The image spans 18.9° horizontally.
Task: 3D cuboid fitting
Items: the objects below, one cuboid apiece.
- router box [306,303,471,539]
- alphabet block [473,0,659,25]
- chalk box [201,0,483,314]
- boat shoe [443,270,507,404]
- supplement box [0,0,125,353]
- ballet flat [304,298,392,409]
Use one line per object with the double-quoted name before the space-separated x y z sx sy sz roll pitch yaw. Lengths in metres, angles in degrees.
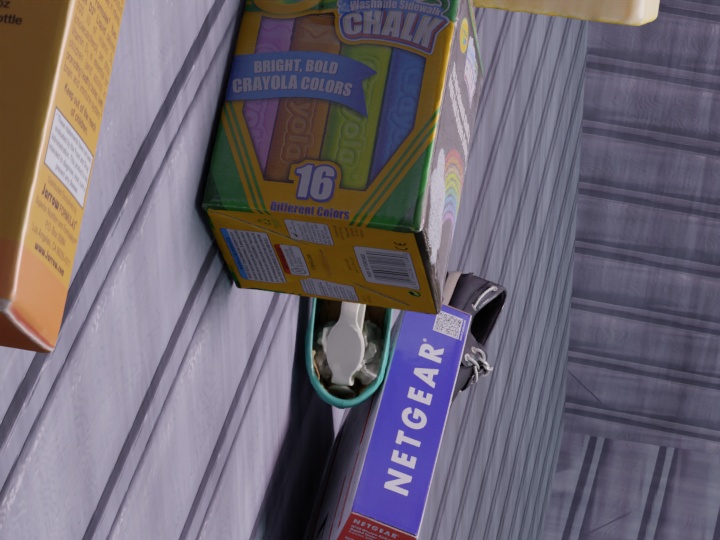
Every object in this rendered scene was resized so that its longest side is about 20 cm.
"router box" 0.009 0.147 1.496 0.180 0.048 0.201 116 -7 -48
"alphabet block" 0.143 -0.302 1.679 0.195 0.195 0.202 -33 130 -75
"chalk box" -0.003 -0.096 1.199 0.125 0.123 0.202 72 26 -66
"boat shoe" 0.099 0.074 2.082 0.201 0.062 0.073 -71 165 -48
"supplement box" -0.117 -0.080 0.712 0.069 0.066 0.202 59 40 -74
"ballet flat" 0.000 0.000 1.422 0.070 0.067 0.202 -101 -165 -71
